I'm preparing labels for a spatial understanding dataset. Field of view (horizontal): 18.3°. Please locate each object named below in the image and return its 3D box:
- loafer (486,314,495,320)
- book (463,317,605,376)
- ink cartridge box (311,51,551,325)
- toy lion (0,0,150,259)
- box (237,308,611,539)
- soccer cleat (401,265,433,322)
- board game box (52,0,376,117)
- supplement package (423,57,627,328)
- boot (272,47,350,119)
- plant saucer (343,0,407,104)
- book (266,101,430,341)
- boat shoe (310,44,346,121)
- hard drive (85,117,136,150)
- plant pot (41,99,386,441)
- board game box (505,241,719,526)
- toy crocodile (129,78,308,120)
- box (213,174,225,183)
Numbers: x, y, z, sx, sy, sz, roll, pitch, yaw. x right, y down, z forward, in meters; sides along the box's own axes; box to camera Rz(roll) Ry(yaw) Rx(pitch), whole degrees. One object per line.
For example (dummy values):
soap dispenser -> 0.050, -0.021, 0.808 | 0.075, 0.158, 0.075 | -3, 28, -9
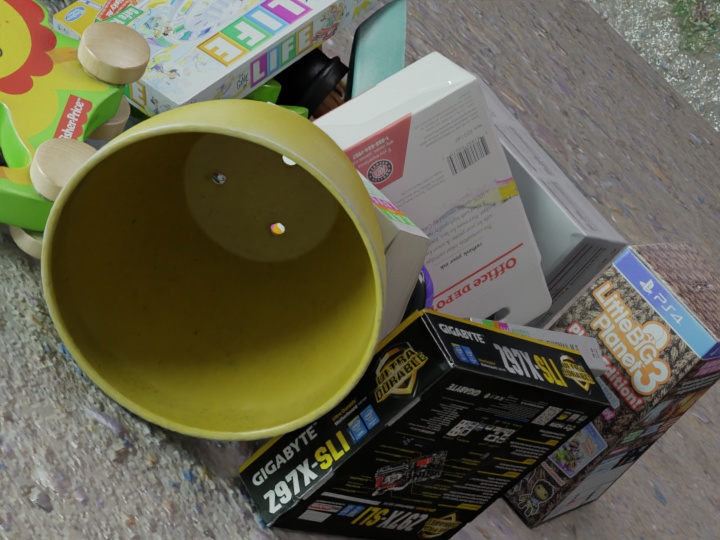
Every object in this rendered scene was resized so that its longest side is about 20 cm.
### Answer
loafer -> 0.083, 0.014, 1.693 | 0.073, 0.072, 0.201 | 36, -32, 56
book -> 0.069, 0.079, 1.513 | 0.200, 0.133, 0.048 | 12, 55, -61
ink cartridge box -> 0.051, -0.036, 1.579 | 0.067, 0.116, 0.201 | 39, -25, 56
toy lion -> -0.238, -0.115, 1.393 | 0.191, 0.069, 0.200 | 20, 40, -8
box -> 0.044, 0.102, 1.385 | 0.200, 0.160, 0.049 | 16, 39, -54
soccer cleat -> 0.000, 0.000, 1.486 | 0.073, 0.069, 0.200 | 10, 4, -34
board game box -> -0.104, -0.187, 1.622 | 0.134, 0.034, 0.200 | 35, 55, 27
supplement package -> 0.084, -0.042, 1.809 | 0.200, 0.156, 0.111 | 50, 17, 19
boot -> -0.111, -0.165, 1.710 | 0.158, 0.080, 0.211 | 41, -19, -17
plant saucer -> 0.005, -0.108, 1.682 | 0.036, 0.201, 0.200 | 6, 24, -4
book -> -0.036, -0.009, 1.442 | 0.048, 0.134, 0.200 | 16, 17, -34
boat shoe -> -0.071, -0.181, 1.836 | 0.072, 0.068, 0.200 | 25, -19, 32
hard drive -> -0.196, -0.094, 1.529 | 0.200, 0.033, 0.140 | 46, 18, 8
plant pot -> -0.073, -0.022, 1.321 | 0.200, 0.200, 0.142 | 40, 27, -11
board game box -> 0.189, 0.082, 1.684 | 0.097, 0.200, 0.159 | 48, 18, 15
toy crocodile -> -0.124, -0.128, 1.633 | 0.199, 0.068, 0.062 | 26, 14, 20
box -> -0.039, 0.000, 1.642 | 0.200, 0.040, 0.137 | 46, 17, 9
